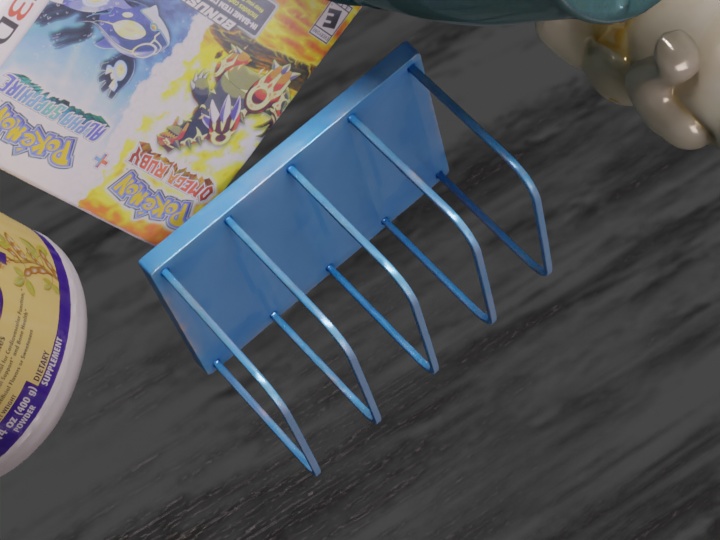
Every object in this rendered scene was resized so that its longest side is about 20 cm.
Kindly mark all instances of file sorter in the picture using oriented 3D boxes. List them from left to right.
[{"bbox_3d":[0.000,0.000,1.126,0.200,0.123,0.139,-40,154,-10],"label":"file sorter"}]

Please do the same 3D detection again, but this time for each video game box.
[{"bbox_3d":[-0.120,-0.120,1.031,0.183,0.047,0.200,-51,137,10],"label":"video game box"}]

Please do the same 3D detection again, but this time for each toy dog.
[{"bbox_3d":[0.228,-0.112,1.187,0.139,0.200,0.194,-38,136,-7],"label":"toy dog"}]

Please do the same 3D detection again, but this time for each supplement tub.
[{"bbox_3d":[-0.249,0.014,0.960,0.146,0.145,0.200,-51,137,7],"label":"supplement tub"}]

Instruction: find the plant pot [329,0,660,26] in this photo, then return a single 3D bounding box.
[{"bbox_3d":[0.071,-0.209,0.974,0.199,0.188,0.201,-20,123,-35],"label":"plant pot"}]
